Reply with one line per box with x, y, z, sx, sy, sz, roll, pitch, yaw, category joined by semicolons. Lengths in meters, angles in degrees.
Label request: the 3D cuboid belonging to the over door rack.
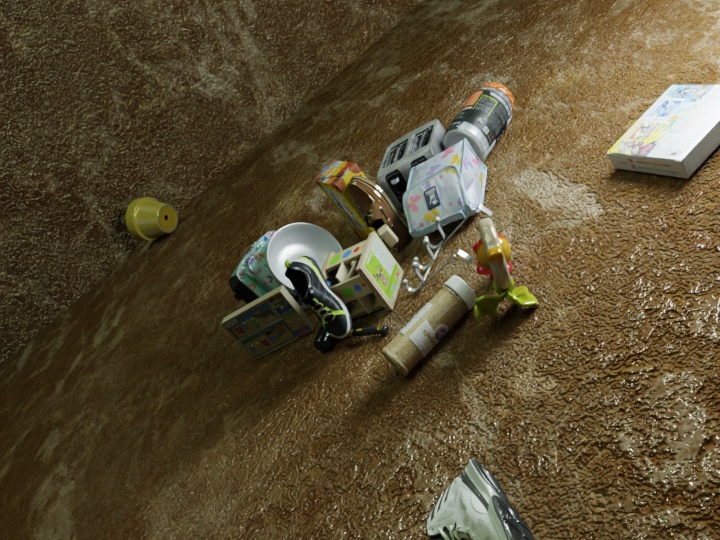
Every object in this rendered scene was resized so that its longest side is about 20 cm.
0.170;-0.052;1.427;0.199;0.066;0.150;-33;23;52;over door rack

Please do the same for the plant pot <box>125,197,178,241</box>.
-0.958;-0.241;3.219;0.184;0.204;0.203;0;44;33;plant pot

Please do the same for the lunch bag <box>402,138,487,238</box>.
0.191;-0.179;1.581;0.167;0.127;0.204;-23;37;36;lunch bag

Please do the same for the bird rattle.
0.246;-0.020;1.225;0.109;0.165;0.204;-10;43;15;bird rattle

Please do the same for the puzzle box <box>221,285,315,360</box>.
-0.221;0.129;1.652;0.197;0.134;0.026;-28;25;26;puzzle box

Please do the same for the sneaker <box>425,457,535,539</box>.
0.150;0.342;0.886;0.116;0.075;0.201;-47;17;6;sneaker

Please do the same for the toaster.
0.155;-0.277;1.789;0.178;0.119;0.203;-22;31;32;toaster

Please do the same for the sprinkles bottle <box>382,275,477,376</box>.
0.129;0.102;1.281;0.200;0.069;0.068;-45;26;-8;sprinkles bottle

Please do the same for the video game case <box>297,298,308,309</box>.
-0.069;0.022;1.743;0.197;0.018;0.145;-22;32;35;video game case

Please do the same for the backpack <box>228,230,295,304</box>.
-0.223;0.000;1.793;0.150;0.177;0.202;-41;13;49;backpack

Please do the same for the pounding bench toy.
0.000;0.000;1.557;0.153;0.125;0.203;-22;31;33;pounding bench toy

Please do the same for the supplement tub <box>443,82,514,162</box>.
0.300;-0.367;1.727;0.121;0.123;0.202;-2;45;52;supplement tub

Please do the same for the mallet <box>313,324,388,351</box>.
-0.024;0.141;1.475;0.197;0.041;0.067;-3;44;46;mallet

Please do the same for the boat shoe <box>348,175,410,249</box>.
0.039;-0.137;1.636;0.068;0.199;0.072;-49;4;-28;boat shoe

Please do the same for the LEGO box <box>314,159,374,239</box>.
-0.009;-0.174;1.760;0.077;0.201;0.148;-43;26;-10;LEGO box

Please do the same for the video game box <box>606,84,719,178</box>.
0.578;-0.256;1.253;0.200;0.047;0.182;-44;27;-7;video game box

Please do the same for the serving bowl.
-0.139;-0.017;1.704;0.202;0.196;0.066;-59;-3;-35;serving bowl

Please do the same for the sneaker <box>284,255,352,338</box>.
-0.098;0.063;1.446;0.071;0.202;0.082;-40;-8;33;sneaker
